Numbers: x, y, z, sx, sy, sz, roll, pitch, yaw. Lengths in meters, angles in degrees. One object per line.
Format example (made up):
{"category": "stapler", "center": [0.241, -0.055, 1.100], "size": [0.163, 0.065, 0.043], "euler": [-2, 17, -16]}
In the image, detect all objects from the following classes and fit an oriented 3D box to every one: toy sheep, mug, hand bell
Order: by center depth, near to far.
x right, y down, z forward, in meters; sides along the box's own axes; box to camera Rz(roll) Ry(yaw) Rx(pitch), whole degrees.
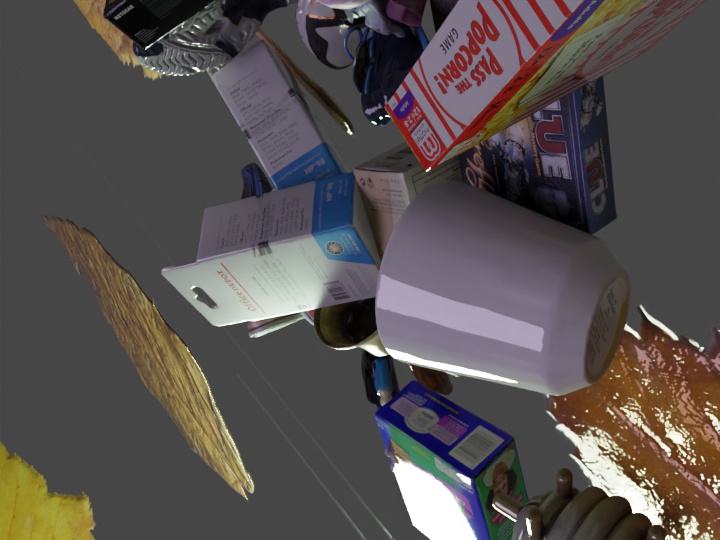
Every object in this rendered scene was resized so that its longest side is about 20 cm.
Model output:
{"category": "mug", "center": [0.125, 0.015, 0.598], "size": [0.152, 0.186, 0.151], "euler": [17, 115, 35]}
{"category": "toy sheep", "center": [0.206, 0.258, 0.713], "size": [0.199, 0.137, 0.139], "euler": [32, 142, 38]}
{"category": "hand bell", "center": [0.048, 0.083, 0.846], "size": [0.104, 0.105, 0.200], "euler": [27, 167, 48]}

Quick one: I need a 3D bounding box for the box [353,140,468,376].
{"category": "box", "center": [0.075, -0.016, 0.720], "size": [0.077, 0.094, 0.202], "euler": [14, 126, 54]}

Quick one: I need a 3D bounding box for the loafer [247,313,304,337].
{"category": "loafer", "center": [-0.113, 0.045, 1.053], "size": [0.200, 0.071, 0.064], "euler": [-14, -96, -79]}

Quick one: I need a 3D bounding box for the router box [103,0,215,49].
{"category": "router box", "center": [-0.125, -0.296, 0.656], "size": [0.051, 0.198, 0.151], "euler": [36, -140, -45]}

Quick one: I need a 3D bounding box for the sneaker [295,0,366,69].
{"category": "sneaker", "center": [-0.001, -0.242, 0.659], "size": [0.080, 0.073, 0.201], "euler": [48, 151, 19]}

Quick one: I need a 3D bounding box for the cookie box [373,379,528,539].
{"category": "cookie box", "center": [0.115, 0.253, 0.915], "size": [0.170, 0.075, 0.202], "euler": [24, 141, 50]}

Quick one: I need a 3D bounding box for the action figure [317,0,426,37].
{"category": "action figure", "center": [0.027, -0.265, 0.504], "size": [0.133, 0.148, 0.202], "euler": [34, 112, 26]}

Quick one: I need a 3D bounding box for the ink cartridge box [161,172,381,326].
{"category": "ink cartridge box", "center": [-0.078, -0.015, 0.758], "size": [0.116, 0.197, 0.067], "euler": [57, -153, -50]}

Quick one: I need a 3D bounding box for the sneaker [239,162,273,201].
{"category": "sneaker", "center": [-0.147, -0.054, 1.015], "size": [0.076, 0.077, 0.202], "euler": [65, -163, -57]}

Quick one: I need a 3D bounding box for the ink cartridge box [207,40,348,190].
{"category": "ink cartridge box", "center": [-0.086, -0.160, 0.823], "size": [0.201, 0.066, 0.116], "euler": [59, -173, 4]}

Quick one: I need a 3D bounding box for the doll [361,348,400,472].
{"category": "doll", "center": [0.029, 0.150, 0.999], "size": [0.137, 0.048, 0.202], "euler": [-120, 15, -71]}

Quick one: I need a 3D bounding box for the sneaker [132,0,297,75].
{"category": "sneaker", "center": [-0.147, -0.280, 0.763], "size": [0.130, 0.199, 0.080], "euler": [52, -179, 40]}

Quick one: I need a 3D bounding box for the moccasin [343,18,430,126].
{"category": "moccasin", "center": [0.021, -0.163, 0.599], "size": [0.081, 0.068, 0.200], "euler": [60, -168, -17]}

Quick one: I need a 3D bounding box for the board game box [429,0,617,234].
{"category": "board game box", "center": [0.120, -0.135, 0.589], "size": [0.135, 0.034, 0.202], "euler": [22, 134, 52]}

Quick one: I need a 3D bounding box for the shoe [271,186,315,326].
{"category": "shoe", "center": [-0.054, -0.015, 0.970], "size": [0.091, 0.071, 0.203], "euler": [8, 118, 64]}

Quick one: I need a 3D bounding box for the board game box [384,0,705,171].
{"category": "board game box", "center": [0.123, -0.140, 0.397], "size": [0.047, 0.199, 0.151], "euler": [56, 154, 6]}
